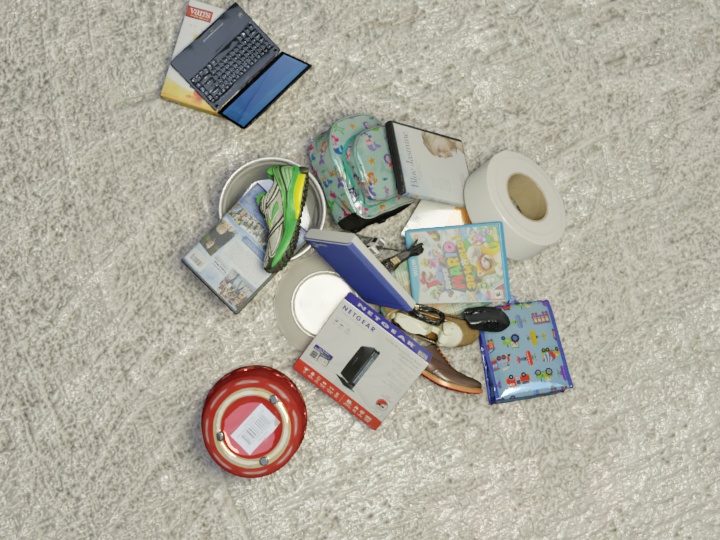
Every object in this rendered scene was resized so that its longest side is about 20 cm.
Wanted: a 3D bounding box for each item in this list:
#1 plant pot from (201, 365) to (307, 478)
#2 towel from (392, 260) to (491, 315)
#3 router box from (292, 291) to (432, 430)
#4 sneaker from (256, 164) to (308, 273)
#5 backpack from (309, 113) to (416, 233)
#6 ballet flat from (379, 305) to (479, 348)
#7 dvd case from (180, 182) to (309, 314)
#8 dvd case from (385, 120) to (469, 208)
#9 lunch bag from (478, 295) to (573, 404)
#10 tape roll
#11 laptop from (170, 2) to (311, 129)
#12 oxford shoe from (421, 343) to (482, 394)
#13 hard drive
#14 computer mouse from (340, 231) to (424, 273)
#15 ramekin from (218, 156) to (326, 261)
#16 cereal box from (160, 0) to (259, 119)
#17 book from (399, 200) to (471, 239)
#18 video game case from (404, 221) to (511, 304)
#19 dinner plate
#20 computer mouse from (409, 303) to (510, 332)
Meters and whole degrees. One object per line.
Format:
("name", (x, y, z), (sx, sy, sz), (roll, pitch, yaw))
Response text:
("plant pot", (-0.197, 0.274, 1.669), (0.199, 0.183, 0.202), (0, 85, -3))
("towel", (0.146, 0.024, 1.765), (0.199, 0.022, 0.148), (-18, 94, 4))
("router box", (0.002, 0.170, 1.714), (0.200, 0.049, 0.180), (37, 111, 1))
("sneaker", (-0.147, -0.092, 1.630), (0.084, 0.078, 0.202), (9, 76, 2))
("backpack", (0.006, -0.194, 1.717), (0.177, 0.150, 0.201), (-23, 82, -39))
("ballet flat", (0.131, 0.108, 1.731), (0.199, 0.072, 0.068), (20, 107, -4))
("dvd case", (-0.206, -0.039, 1.661), (0.143, 0.018, 0.200), (44, 84, -1))
("dvd case", (0.132, -0.195, 1.701), (0.199, 0.017, 0.144), (7, 66, -42))
("lunch bag", (0.308, 0.145, 1.766), (0.149, 0.094, 0.202), (-9, 77, -2))
("tape roll", (0.293, -0.124, 1.728), (0.201, 0.071, 0.204), (18, 55, -28))
("laptop", (-0.225, -0.384, 1.705), (0.177, 0.103, 0.200), (-45, 95, -9))
("oxford shoe", (0.149, 0.181, 1.754), (0.199, 0.071, 0.073), (23, 81, -2))
("hard drive", (0.000, 0.000, 1.664), (0.200, 0.131, 0.025), (47, 66, -35))
("computer mouse", (0.013, -0.034, 1.729), (0.110, 0.199, 0.044), (-38, 129, -43))
("ramekin", (-0.165, -0.108, 1.729), (0.198, 0.105, 0.202), (0, 87, -4))
("cereal box", (-0.289, -0.407, 1.769), (0.143, 0.040, 0.201), (16, 86, -5))
("book", (0.195, -0.073, 1.785), (0.199, 0.048, 0.134), (32, 88, -1))
("video game case", (0.178, -0.012, 1.693), (0.199, 0.018, 0.144), (-3, 97, 34))
("dinner plate", (-0.068, 0.067, 1.768), (0.198, 0.024, 0.202), (0, 86, -3))
("computer mouse", (0.189, 0.080, 1.720), (0.198, 0.059, 0.034), (7, 130, -13))
